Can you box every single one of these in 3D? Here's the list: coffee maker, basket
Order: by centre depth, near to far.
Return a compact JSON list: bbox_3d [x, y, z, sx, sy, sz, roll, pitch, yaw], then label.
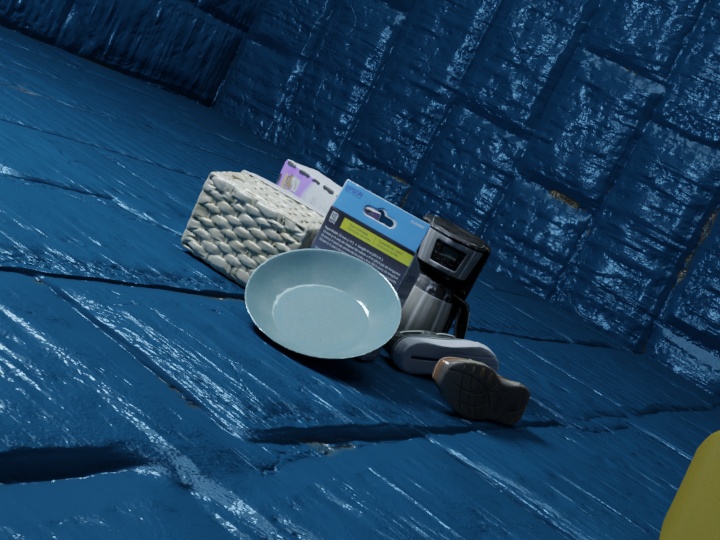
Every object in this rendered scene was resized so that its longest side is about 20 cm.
[{"bbox_3d":[-0.143,-0.047,1.473,0.199,0.136,0.123,30,13,21],"label":"basket"},{"bbox_3d":[0.103,0.019,1.591,0.134,0.201,0.192,24,9,-20],"label":"coffee maker"}]

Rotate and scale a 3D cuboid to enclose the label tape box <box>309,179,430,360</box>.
[{"bbox_3d":[0.000,0.000,1.386,0.143,0.201,0.066,29,4,21],"label":"label tape box"}]

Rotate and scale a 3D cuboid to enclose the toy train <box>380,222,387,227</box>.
[{"bbox_3d":[0.007,0.007,1.500,0.042,0.201,0.056,30,53,12],"label":"toy train"}]

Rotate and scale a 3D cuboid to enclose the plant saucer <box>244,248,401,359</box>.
[{"bbox_3d":[-0.048,0.051,1.289,0.199,0.039,0.202,7,40,-6],"label":"plant saucer"}]

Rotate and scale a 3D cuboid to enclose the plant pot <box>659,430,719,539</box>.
[{"bbox_3d":[0.439,0.283,1.114,0.193,0.197,0.200,25,2,-11],"label":"plant pot"}]

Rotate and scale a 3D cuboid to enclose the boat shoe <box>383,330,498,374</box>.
[{"bbox_3d":[0.117,0.117,1.481,0.199,0.073,0.071,18,16,-38],"label":"boat shoe"}]

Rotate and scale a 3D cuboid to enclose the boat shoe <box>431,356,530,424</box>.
[{"bbox_3d":[0.151,0.157,1.377,0.072,0.076,0.200,29,-1,43],"label":"boat shoe"}]

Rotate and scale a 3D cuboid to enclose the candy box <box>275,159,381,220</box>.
[{"bbox_3d":[-0.077,-0.058,1.605,0.071,0.169,0.200,17,13,-40],"label":"candy box"}]
